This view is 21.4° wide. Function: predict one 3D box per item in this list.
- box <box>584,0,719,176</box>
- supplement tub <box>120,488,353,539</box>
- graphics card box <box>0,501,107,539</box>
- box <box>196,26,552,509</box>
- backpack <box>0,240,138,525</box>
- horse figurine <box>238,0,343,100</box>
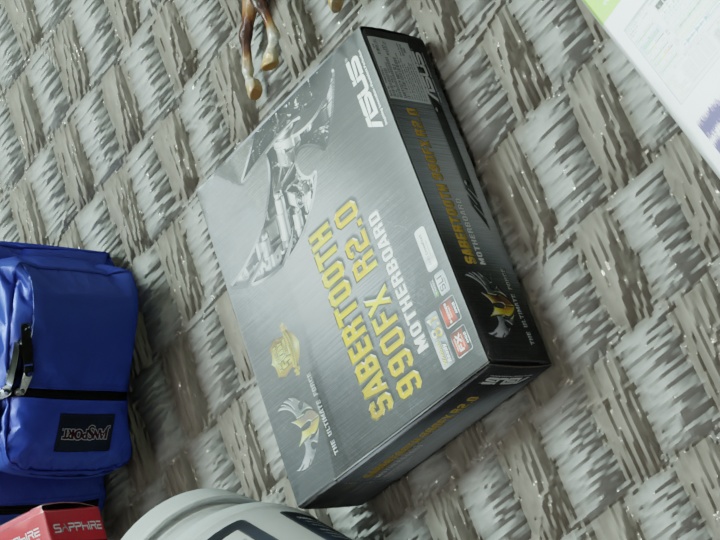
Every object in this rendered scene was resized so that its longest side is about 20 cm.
[{"bbox_3d":[0.181,-0.118,0.802,0.144,0.036,0.200,-52,53,31],"label":"box"},{"bbox_3d":[-0.030,0.199,0.939,0.200,0.140,0.141,22,103,47],"label":"supplement tub"},{"bbox_3d":[-0.174,0.241,1.037,0.125,0.051,0.201,-28,71,29],"label":"graphics card box"},{"bbox_3d":[0.000,0.000,0.991,0.158,0.048,0.201,-40,59,38],"label":"box"},{"bbox_3d":[-0.225,0.083,1.149,0.167,0.162,0.201,6,90,44],"label":"backpack"},{"bbox_3d":[-0.041,-0.187,1.053,0.200,0.050,0.133,-32,69,43],"label":"horse figurine"}]
